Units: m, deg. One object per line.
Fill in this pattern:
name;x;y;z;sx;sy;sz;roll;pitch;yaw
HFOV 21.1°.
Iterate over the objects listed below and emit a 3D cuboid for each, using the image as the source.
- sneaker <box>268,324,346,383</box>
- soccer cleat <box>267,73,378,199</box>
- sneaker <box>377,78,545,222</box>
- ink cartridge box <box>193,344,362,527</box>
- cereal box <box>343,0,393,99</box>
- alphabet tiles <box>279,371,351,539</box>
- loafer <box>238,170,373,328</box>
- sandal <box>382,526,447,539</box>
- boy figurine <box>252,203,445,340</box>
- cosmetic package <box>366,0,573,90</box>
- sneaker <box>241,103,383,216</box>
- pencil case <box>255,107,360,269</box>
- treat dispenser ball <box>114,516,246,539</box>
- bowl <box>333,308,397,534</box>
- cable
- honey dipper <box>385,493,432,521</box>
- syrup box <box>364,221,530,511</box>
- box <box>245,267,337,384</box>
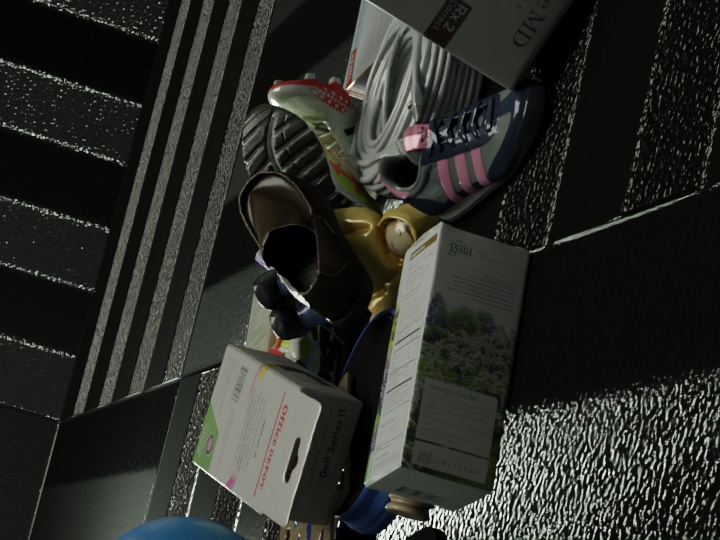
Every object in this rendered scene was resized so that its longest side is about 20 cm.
sneaker;-0.071;0.083;1.864;0.084;0.077;0.201;-25;31;28
soccer cleat;-0.029;-0.130;1.903;0.068;0.200;0.086;-8;71;24
sneaker;0.082;-0.105;1.618;0.200;0.081;0.071;-46;29;53
ink cartridge box;-0.066;0.148;1.688;0.200;0.067;0.118;26;99;60
cereal box;0.042;-0.275;2.013;0.200;0.039;0.145;145;139;-67
alphabet tiles;-0.042;0.216;1.717;0.201;0.007;0.168;-90;22;-44
loafer;-0.058;-0.032;1.722;0.073;0.071;0.200;-52;46;11
sandal;0.012;0.250;1.567;0.200;0.045;0.076;132;150;-57
boy figurine;0.000;0.000;1.761;0.199;0.125;0.064;-26;-1;34
cosmetic package;0.076;-0.284;1.564;0.165;0.199;0.165;-55;20;18
sneaker;-0.040;-0.075;1.847;0.078;0.200;0.090;-38;1;11
pencil case;-0.048;-0.088;2.044;0.085;0.084;0.202;27;101;42
treat dispenser ball;-0.171;0.334;1.823;0.201;0.199;0.203;-163;90;-74
bowl;0.016;0.128;1.692;0.200;0.039;0.203;-163;90;-75
cable;0.054;-0.165;1.807;0.200;0.069;0.202;139;145;-65
honey dipper;0.065;0.102;1.565;0.038;0.038;0.202;158;131;-70
syrup box;0.068;0.074;1.494;0.081;0.078;0.202;139;144;-63
box;-0.072;0.096;1.955;0.095;0.077;0.202;131;151;-57
